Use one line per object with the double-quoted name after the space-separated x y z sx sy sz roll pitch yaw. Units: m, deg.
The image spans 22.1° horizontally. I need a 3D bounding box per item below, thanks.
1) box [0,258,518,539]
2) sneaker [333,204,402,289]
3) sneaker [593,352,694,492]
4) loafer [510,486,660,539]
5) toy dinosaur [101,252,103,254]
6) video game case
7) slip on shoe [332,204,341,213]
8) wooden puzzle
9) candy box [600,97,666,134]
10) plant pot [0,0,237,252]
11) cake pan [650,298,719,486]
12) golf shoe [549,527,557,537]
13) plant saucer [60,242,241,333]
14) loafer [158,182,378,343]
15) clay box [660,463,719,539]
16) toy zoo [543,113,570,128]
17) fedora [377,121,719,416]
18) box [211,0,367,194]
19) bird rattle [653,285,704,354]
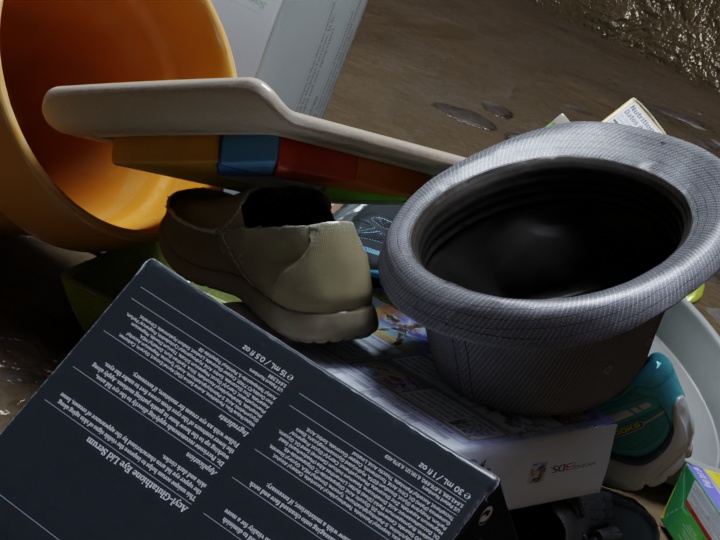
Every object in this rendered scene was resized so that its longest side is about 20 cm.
-0.054 0.108 0.786 0.199 0.141 0.079 31 -21 28 "box"
0.000 0.000 1.177 0.082 0.074 0.200 35 31 22 "sneaker"
0.100 0.056 1.044 0.199 0.080 0.077 13 40 36 "sneaker"
0.079 0.145 0.952 0.199 0.072 0.063 3 -6 -28 "loafer"
-0.181 -0.083 1.351 0.135 0.086 0.200 1 20 -33 "toy dinosaur"
0.000 0.069 0.961 0.180 0.046 0.200 -6 24 -39 "video game case"
-0.037 -0.007 1.331 0.076 0.061 0.200 46 42 14 "slip on shoe"
-0.052 -0.063 1.040 0.184 0.037 0.199 3 -10 41 "wooden puzzle"
0.123 -0.030 1.309 0.200 0.117 0.057 -35 82 -23 "candy box"
-0.208 -0.101 1.150 0.183 0.202 0.200 -13 -8 39 "plant pot"
0.200 0.070 1.287 0.200 0.037 0.201 31 33 -23 "cake pan"
0.111 0.107 1.094 0.072 0.093 0.200 23 18 3 "golf shoe"
-0.068 0.044 1.146 0.199 0.048 0.200 24 17 10 "plant saucer"
-0.048 -0.018 1.017 0.076 0.068 0.200 -3 18 -34 "loafer"
0.298 0.188 1.147 0.199 0.048 0.115 16 18 -16 "clay box"
0.071 -0.033 1.341 0.020 0.200 0.131 51 -4 6 "toy zoo"
0.104 0.008 0.961 0.176 0.091 0.200 18 38 32 "fedora"
-0.134 -0.183 1.501 0.198 0.201 0.171 28 20 17 "box"
0.194 0.038 1.405 0.199 0.113 0.163 1 42 -42 "bird rattle"
